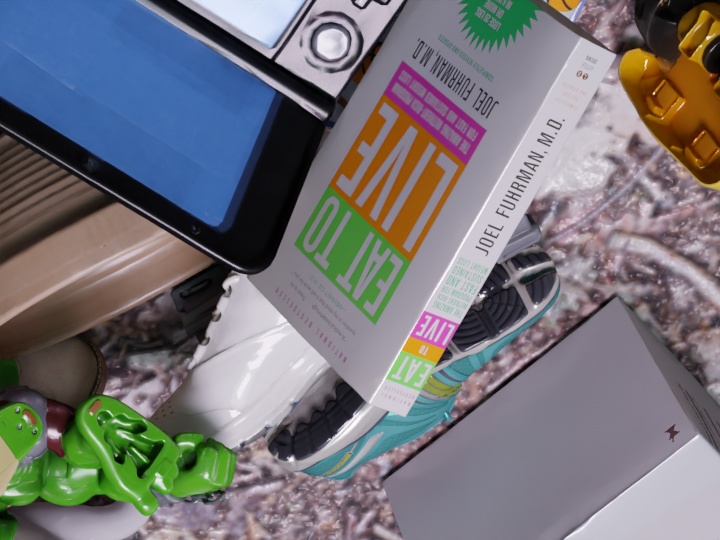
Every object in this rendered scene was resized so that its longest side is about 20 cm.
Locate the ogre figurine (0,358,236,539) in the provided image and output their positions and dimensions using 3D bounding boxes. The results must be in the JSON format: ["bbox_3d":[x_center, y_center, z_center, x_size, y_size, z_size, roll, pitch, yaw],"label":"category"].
[{"bbox_3d":[-0.175,0.094,1.305,0.199,0.120,0.099,-13,89,-31],"label":"ogre figurine"}]

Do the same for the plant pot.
[{"bbox_3d":[-0.139,-0.033,1.312,0.200,0.201,0.093,-28,85,3],"label":"plant pot"}]

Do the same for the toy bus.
[{"bbox_3d":[0.268,-0.128,1.382,0.191,0.136,0.200,19,118,-43],"label":"toy bus"}]

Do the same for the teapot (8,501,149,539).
[{"bbox_3d":[-0.202,0.238,1.444,0.146,0.198,0.200,25,124,-39],"label":"teapot"}]

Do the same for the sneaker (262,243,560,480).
[{"bbox_3d":[0.033,0.051,1.466,0.200,0.078,0.080,-36,144,15],"label":"sneaker"}]

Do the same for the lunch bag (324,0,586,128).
[{"bbox_3d":[0.035,-0.160,1.315,0.160,0.076,0.201,18,116,-25],"label":"lunch bag"}]

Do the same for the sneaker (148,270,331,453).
[{"bbox_3d":[-0.049,0.031,1.365,0.200,0.075,0.087,-40,96,7],"label":"sneaker"}]

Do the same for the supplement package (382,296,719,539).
[{"bbox_3d":[0.155,0.166,1.514,0.191,0.147,0.200,-38,124,10],"label":"supplement package"}]

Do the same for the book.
[{"bbox_3d":[0.035,-0.046,1.241,0.048,0.134,0.201,21,104,-35],"label":"book"}]

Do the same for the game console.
[{"bbox_3d":[-0.082,-0.131,1.209,0.199,0.117,0.176,31,109,-15],"label":"game console"}]

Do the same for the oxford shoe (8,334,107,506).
[{"bbox_3d":[-0.220,0.095,1.377,0.200,0.071,0.074,-41,154,-18],"label":"oxford shoe"}]

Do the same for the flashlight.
[{"bbox_3d":[0.000,0.000,1.415,0.199,0.068,0.068,-29,133,3],"label":"flashlight"}]
